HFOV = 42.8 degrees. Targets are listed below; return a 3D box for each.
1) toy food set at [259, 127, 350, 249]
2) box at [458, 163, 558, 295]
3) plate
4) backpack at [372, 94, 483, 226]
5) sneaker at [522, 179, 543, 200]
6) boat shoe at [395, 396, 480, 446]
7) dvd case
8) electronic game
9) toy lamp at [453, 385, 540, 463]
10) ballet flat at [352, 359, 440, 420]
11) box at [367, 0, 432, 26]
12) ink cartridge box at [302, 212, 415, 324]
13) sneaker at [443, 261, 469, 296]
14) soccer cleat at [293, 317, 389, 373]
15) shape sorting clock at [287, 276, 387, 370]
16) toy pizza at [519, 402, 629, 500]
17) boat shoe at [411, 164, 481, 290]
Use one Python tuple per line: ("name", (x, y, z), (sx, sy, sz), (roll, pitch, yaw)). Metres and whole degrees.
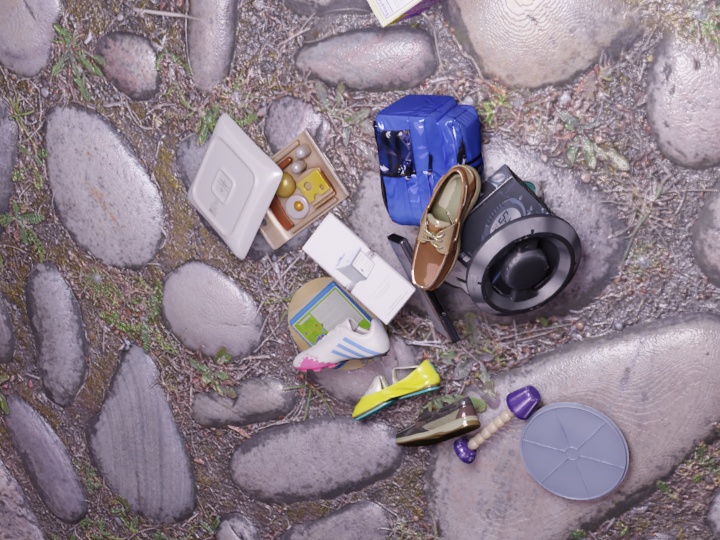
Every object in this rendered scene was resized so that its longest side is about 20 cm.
("toy food set", (-0.128, -0.147, 1.686), (0.199, 0.060, 0.144), (-33, 95, 29))
("box", (0.240, -0.053, 1.494), (0.160, 0.044, 0.199), (-40, 122, 18))
("plate", (-0.245, -0.156, 1.701), (0.200, 0.032, 0.202), (45, 122, 28))
("backpack", (0.114, -0.171, 1.513), (0.166, 0.162, 0.203), (9, 117, 30))
("sneaker", (0.213, -0.097, 1.556), (0.198, 0.080, 0.078), (-26, 99, 29))
("boat shoe", (0.144, 0.289, 1.744), (0.200, 0.071, 0.067), (-26, 60, 43))
("dvd case", (0.109, 0.029, 1.619), (0.017, 0.143, 0.202), (-29, 98, -3))
("electronic game", (0.263, -0.006, 1.477), (0.197, 0.042, 0.202), (-10, 130, -12))
("toy lamp", (0.254, 0.282, 1.701), (0.058, 0.058, 0.200), (45, 121, 0))
("ballet flat", (0.062, 0.225, 1.759), (0.198, 0.067, 0.068), (-26, 78, 25))
("box", (0.115, -0.473, 1.396), (0.198, 0.176, 0.098), (-27, 98, 28))
("ink cartridge box", (0.000, 0.000, 1.631), (0.199, 0.146, 0.086), (40, 89, 4))
("sneaker", (0.194, -0.023, 1.581), (0.199, 0.076, 0.116), (30, 111, -24))
("soccer cleat", (-0.039, 0.135, 1.719), (0.197, 0.070, 0.088), (-12, 96, 20))
("shape sorting clock", (-0.044, 0.102, 1.759), (0.197, 0.039, 0.203), (8, 115, 16))
("toy pizza", (0.389, 0.327, 1.676), (0.197, 0.032, 0.203), (9, 114, 20))
("boat shoe", (0.121, -0.069, 1.412), (0.075, 0.074, 0.203), (22, 99, 23))
